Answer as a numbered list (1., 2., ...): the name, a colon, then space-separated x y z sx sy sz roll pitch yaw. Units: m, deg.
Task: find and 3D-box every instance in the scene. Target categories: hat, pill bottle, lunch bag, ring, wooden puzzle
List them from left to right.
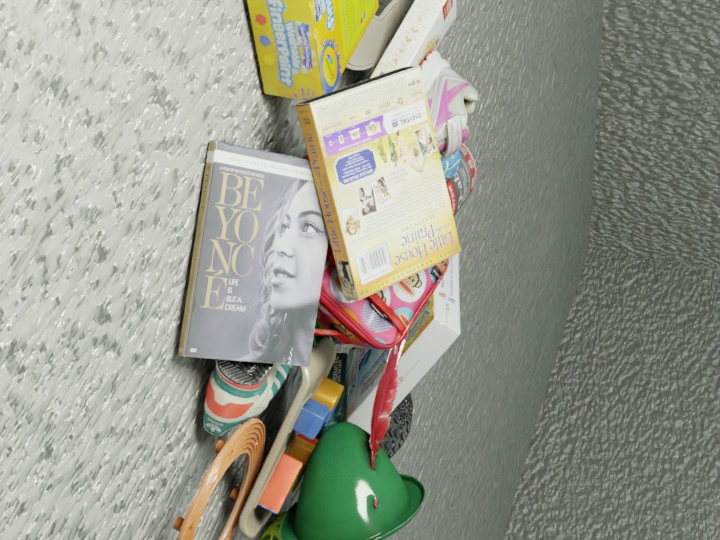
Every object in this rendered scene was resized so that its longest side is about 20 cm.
1. ring: -0.148 0.241 1.198 0.201 0.019 0.201 90 26 -60
2. wooden puzzle: -0.068 0.185 1.328 0.185 0.046 0.202 -31 142 -81
3. hat: -0.023 0.180 1.293 0.200 0.164 0.178 -48 127 -67
4. lunch bag: -0.018 -0.014 1.255 0.200 0.082 0.177 44 67 -20
5. pill bottle: 0.079 -0.103 1.612 0.200 0.115 0.117 -51 148 -57

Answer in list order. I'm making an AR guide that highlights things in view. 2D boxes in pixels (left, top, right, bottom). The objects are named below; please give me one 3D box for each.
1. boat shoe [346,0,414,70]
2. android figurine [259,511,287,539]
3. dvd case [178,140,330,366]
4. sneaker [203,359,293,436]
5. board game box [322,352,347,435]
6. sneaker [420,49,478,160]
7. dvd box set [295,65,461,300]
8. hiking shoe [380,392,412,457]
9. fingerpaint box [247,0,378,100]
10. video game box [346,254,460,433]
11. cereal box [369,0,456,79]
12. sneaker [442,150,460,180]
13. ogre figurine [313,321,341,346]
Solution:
1. boat shoe: 0.002 -0.281 1.387 0.200 0.056 0.067 -47 140 -52
2. android figurine: -0.097 0.388 1.469 0.200 0.041 0.184 -39 136 -64
3. dvd case: -0.094 -0.012 1.144 0.148 0.016 0.202 8 90 -39
4. sneaker: -0.112 0.103 1.240 0.094 0.070 0.200 -64 174 23
5. board game box: -0.032 0.216 1.492 0.201 0.028 0.137 -87 178 -59
6. sneaker: 0.079 -0.163 1.392 0.201 0.088 0.081 -61 177 -24
7. dvd box set: 0.022 -0.089 1.197 0.146 0.029 0.202 -25 108 -33
8. hiking shoe: 0.001 0.241 1.630 0.201 0.075 0.100 -63 -157 -12
9. fingerpaint box: -0.049 -0.296 1.163 0.201 0.073 0.168 82 25 -48
10. video game box: 0.055 0.083 1.532 0.200 0.047 0.183 -52 -160 29
11. cereal box: 0.052 -0.246 1.424 0.201 0.039 0.144 -59 175 -2
12. sneaker: 0.080 -0.134 1.492 0.201 0.104 0.076 -88 -167 -49
13. ogre figurine: 0.000 0.000 1.417 0.098 0.119 0.202 50 53 -68
